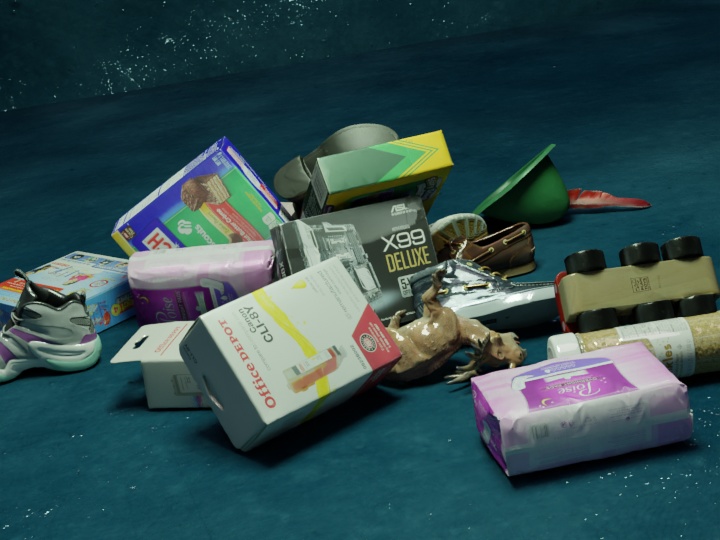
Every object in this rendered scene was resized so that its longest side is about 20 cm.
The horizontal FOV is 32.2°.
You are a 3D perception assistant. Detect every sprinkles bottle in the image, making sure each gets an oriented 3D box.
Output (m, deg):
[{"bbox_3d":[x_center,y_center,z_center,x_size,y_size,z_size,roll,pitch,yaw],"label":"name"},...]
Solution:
[{"bbox_3d":[0.308,0.090,1.363,0.200,0.068,0.068,-9,20,-1],"label":"sprinkles bottle"}]

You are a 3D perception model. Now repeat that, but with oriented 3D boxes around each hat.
[{"bbox_3d":[0.297,-0.081,1.915,0.200,0.176,0.166,-41,2,35],"label":"hat"}]

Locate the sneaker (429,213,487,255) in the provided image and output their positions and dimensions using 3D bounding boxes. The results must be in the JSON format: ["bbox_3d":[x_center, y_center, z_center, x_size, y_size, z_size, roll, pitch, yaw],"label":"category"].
[{"bbox_3d":[0.091,-0.040,1.798,0.200,0.076,0.088,-19,21,-31],"label":"sneaker"}]

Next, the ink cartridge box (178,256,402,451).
[{"bbox_3d":[-0.077,0.091,1.390,0.200,0.145,0.083,-24,-16,-35],"label":"ink cartridge box"}]

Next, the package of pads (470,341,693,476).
[{"bbox_3d":[0.220,0.138,1.258,0.200,0.076,0.121,-11,19,-7],"label":"package of pads"}]

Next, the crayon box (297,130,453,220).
[{"bbox_3d":[0.016,-0.103,1.667,0.172,0.058,0.200,-15,-18,-16],"label":"crayon box"}]

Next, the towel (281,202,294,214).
[{"bbox_3d":[-0.110,-0.062,2.007,0.191,0.032,0.200,4,24,28],"label":"towel"}]

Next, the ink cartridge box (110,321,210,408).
[{"bbox_3d":[-0.187,0.112,1.508,0.200,0.068,0.116,-1,21,14],"label":"ink cartridge box"}]

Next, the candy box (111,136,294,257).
[{"bbox_3d":[-0.213,-0.054,1.717,0.200,0.169,0.077,-37,15,12],"label":"candy box"}]

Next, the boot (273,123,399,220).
[{"bbox_3d":[-0.025,-0.130,1.762,0.200,0.069,0.174,-22,-16,8],"label":"boot"}]

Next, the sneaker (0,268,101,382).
[{"bbox_3d":[-0.447,0.066,1.630,0.200,0.140,0.078,-9,20,-4],"label":"sneaker"}]

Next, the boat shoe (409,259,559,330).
[{"bbox_3d":[0.161,0.024,1.546,0.200,0.071,0.091,-11,61,-3],"label":"boat shoe"}]

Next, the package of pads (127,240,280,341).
[{"bbox_3d":[-0.197,0.028,1.634,0.200,0.121,0.076,-5,30,8],"label":"package of pads"}]

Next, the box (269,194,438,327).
[{"bbox_3d":[0.000,0.000,1.585,0.200,0.158,0.050,-12,-3,-22],"label":"box"}]

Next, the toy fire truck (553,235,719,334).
[{"bbox_3d":[0.314,0.030,1.492,0.176,0.129,0.200,-8,-19,-4],"label":"toy fire truck"}]

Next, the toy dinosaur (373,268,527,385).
[{"bbox_3d":[0.078,0.092,1.453,0.200,0.136,0.086,-27,-23,13],"label":"toy dinosaur"}]

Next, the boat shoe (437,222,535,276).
[{"bbox_3d":[0.146,-0.018,1.726,0.200,0.070,0.070,-16,22,-16],"label":"boat shoe"}]

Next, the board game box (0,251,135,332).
[{"bbox_3d":[-0.423,0.039,1.820,0.200,0.056,0.196,9,27,40],"label":"board game box"}]
